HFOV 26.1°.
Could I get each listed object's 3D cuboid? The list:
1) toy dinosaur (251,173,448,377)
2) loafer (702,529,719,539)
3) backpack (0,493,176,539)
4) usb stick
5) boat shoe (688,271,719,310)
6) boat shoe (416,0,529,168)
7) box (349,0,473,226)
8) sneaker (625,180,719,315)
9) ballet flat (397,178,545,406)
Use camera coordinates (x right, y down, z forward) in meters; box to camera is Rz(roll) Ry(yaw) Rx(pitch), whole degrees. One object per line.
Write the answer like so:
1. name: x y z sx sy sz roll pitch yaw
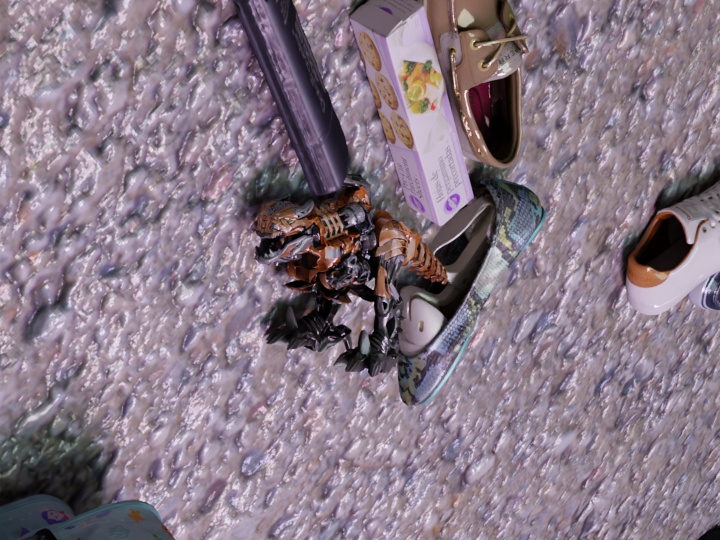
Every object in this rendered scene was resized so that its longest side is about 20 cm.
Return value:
1. toy dinosaur: 0.000 0.000 1.131 0.198 0.102 0.137 9 95 -29
2. loafer: 0.500 0.355 2.016 0.199 0.073 0.073 -20 142 -26
3. backpack: -0.202 0.242 1.035 0.199 0.151 0.179 -17 133 -31
4. usb stick: -0.045 -0.127 1.007 0.201 0.032 0.056 68 20 -50
5. boat shoe: 0.430 0.023 1.638 0.199 0.091 0.071 -3 121 -48
6. boat shoe: 0.089 -0.159 1.118 0.074 0.066 0.201 -37 141 -23
7. box: 0.039 -0.114 1.121 0.039 0.041 0.201 -41 143 -17
8. sneaker: 0.333 -0.044 1.486 0.200 0.073 0.085 -42 145 -15
9. ballet flat: 0.070 0.012 1.250 0.074 0.074 0.201 25 96 -54
